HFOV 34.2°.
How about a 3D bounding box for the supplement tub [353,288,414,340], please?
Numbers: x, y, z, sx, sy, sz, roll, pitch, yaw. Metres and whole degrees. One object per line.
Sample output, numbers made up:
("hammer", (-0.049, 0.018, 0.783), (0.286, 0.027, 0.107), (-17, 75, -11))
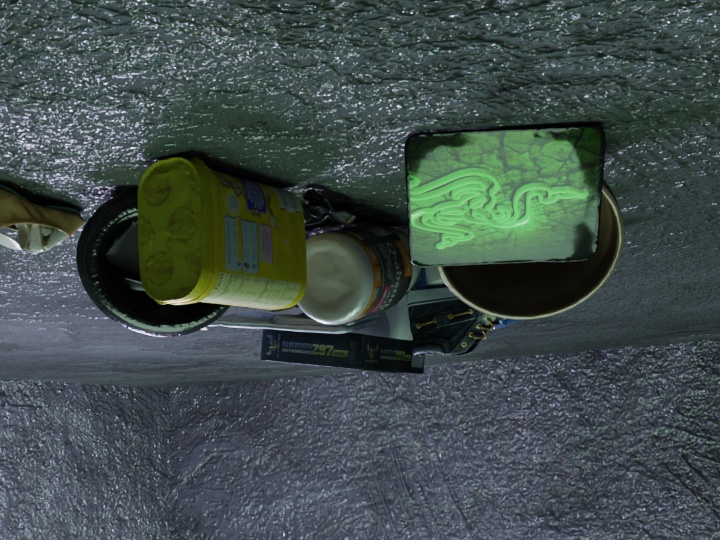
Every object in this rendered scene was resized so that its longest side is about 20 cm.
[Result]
("supplement tub", (0.045, 0.071, 1.814), (0.144, 0.145, 0.200), (-9, -177, 33))

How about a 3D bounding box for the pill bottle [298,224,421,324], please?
("pill bottle", (0.000, 0.000, 1.516), (0.116, 0.117, 0.200), (-7, -176, 26))

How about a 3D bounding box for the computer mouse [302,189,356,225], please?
("computer mouse", (-0.108, -0.061, 1.432), (0.199, 0.044, 0.110), (-13, 172, 26))

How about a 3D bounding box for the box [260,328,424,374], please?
("box", (-0.021, 0.111, 1.621), (0.157, 0.051, 0.200), (2, 174, 29))

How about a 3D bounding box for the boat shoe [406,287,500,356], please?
("boat shoe", (0.159, 0.065, 1.565), (0.199, 0.091, 0.071), (-8, 170, 24))

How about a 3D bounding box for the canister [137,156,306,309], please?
("canister", (-0.144, -0.032, 1.275), (0.086, 0.149, 0.200), (-8, 170, 30))

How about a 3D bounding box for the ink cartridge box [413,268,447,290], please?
("ink cartridge box", (0.173, -0.027, 1.562), (0.146, 0.086, 0.200), (2, 171, -22))

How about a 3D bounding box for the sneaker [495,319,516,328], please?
("sneaker", (0.247, 0.011, 1.699), (0.200, 0.078, 0.070), (-32, -165, 27))

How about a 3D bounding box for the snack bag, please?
("snack bag", (-0.088, 0.065, 1.587), (0.199, 0.022, 0.189), (2, -178, 14))

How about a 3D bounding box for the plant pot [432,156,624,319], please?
("plant pot", (0.177, -0.053, 1.262), (0.200, 0.202, 0.093), (-3, -146, 4))

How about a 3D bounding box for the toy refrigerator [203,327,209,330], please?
("toy refrigerator", (-0.257, 0.010, 1.560), (0.070, 0.076, 0.200), (3, 159, 13))

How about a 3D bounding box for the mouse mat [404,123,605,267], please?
("mouse mat", (0.146, -0.073, 1.190), (0.199, 0.162, 0.008), (-2, -145, 3))

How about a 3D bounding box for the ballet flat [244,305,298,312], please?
("ballet flat", (-0.127, 0.020, 1.551), (0.199, 0.075, 0.074), (7, 167, -42))

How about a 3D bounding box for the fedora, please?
("fedora", (-0.237, -0.021, 1.392), (0.199, 0.202, 0.092), (0, -157, -14))

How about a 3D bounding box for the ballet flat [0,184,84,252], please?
("ballet flat", (-0.387, -0.051, 1.354), (0.068, 0.063, 0.200), (-5, 170, 19))

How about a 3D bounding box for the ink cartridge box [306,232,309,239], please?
("ink cartridge box", (-0.191, -0.028, 1.577), (0.160, 0.048, 0.199), (-10, 170, 40))
